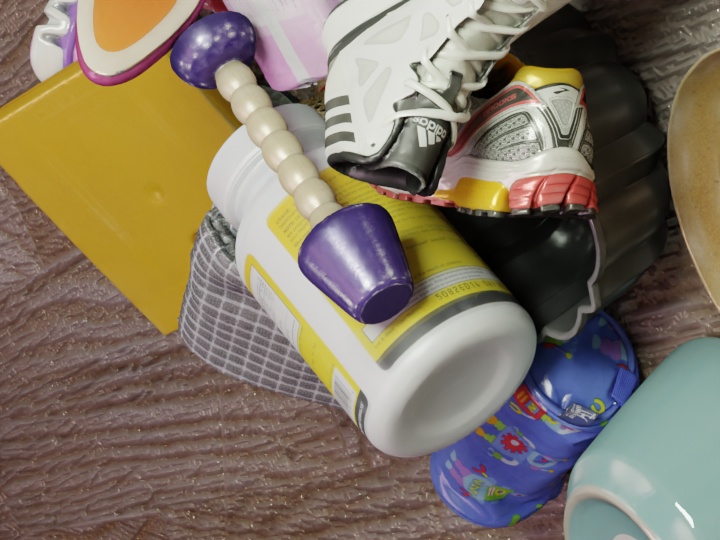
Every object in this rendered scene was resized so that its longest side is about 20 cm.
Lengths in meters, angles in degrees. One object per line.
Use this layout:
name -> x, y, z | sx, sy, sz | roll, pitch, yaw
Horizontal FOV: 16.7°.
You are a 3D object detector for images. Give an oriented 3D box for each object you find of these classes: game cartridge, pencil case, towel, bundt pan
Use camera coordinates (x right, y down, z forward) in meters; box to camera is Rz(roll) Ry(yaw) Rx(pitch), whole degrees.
game cartridge -> -0.132, -0.060, 1.640 | 0.176, 0.032, 0.200 | -26, 116, 35
pencil case -> 0.106, 0.090, 1.476 | 0.087, 0.078, 0.200 | 34, 151, 3
towel -> -0.011, 0.027, 1.521 | 0.200, 0.086, 0.166 | 22, 152, 2
bundt pan -> 0.097, -0.067, 1.342 | 0.202, 0.076, 0.202 | 45, 150, 36

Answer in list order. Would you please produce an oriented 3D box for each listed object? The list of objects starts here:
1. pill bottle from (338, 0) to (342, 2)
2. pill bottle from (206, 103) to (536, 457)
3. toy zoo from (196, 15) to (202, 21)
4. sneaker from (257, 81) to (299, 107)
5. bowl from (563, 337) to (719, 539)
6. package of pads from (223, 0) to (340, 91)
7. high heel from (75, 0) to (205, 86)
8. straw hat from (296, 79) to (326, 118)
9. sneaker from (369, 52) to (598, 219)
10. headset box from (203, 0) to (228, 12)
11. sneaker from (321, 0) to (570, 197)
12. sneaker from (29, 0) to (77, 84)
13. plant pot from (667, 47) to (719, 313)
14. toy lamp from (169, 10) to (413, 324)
pill bottle -> 0.008, -0.251, 1.304 | 0.112, 0.112, 0.200 | 6, 118, 63
pill bottle -> 0.000, 0.000, 1.374 | 0.200, 0.112, 0.112 | 51, 152, 30
toy zoo -> -0.154, -0.138, 1.700 | 0.200, 0.020, 0.131 | -52, 49, 24
sneaker -> -0.085, -0.060, 1.732 | 0.202, 0.077, 0.146 | 22, 141, 46
bowl -> 0.184, 0.147, 1.336 | 0.201, 0.105, 0.201 | 47, 150, 37
package of pads -> -0.045, -0.214, 1.380 | 0.076, 0.121, 0.200 | -9, 121, 40
high heel -> -0.122, -0.149, 1.419 | 0.096, 0.067, 0.200 | 103, 179, -45
straw hat -> -0.010, -0.067, 1.550 | 0.201, 0.085, 0.201 | 46, 151, 36
sneaker -> 0.064, -0.072, 1.245 | 0.200, 0.078, 0.082 | 11, 99, 64
headset box -> -0.072, -0.242, 1.520 | 0.149, 0.077, 0.200 | 25, 136, 55
sneaker -> 0.054, -0.098, 1.142 | 0.200, 0.076, 0.115 | -32, 45, 44
sneaker -> -0.144, -0.205, 1.638 | 0.088, 0.200, 0.080 | 18, 177, 20
plant pot -> 0.222, -0.021, 1.192 | 0.200, 0.027, 0.200 | 45, 148, 37
toy lamp -> -0.034, -0.055, 1.314 | 0.200, 0.058, 0.058 | 58, 156, 29
